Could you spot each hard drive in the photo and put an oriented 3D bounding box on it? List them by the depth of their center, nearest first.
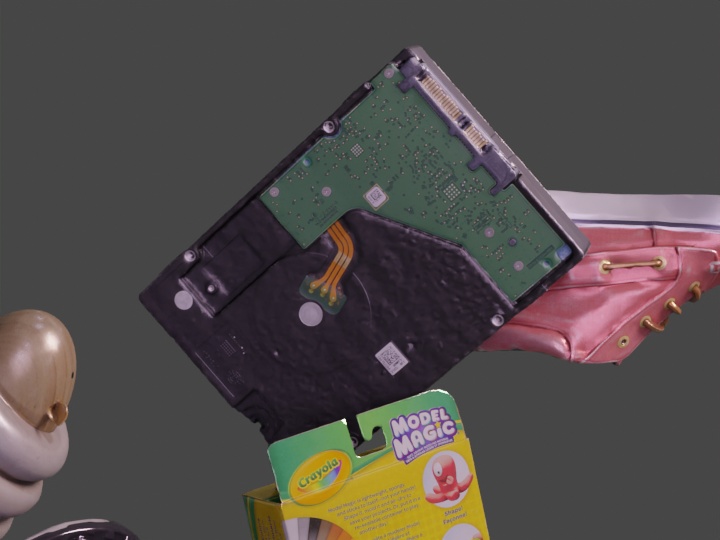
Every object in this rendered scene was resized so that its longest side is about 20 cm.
[{"bbox_3d":[0.000,0.000,0.843,0.200,0.038,0.140,-42,90,19],"label":"hard drive"}]

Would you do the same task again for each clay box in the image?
[{"bbox_3d":[0.013,0.168,0.833,0.115,0.048,0.200,-15,96,-29],"label":"clay box"}]

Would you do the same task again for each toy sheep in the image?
[{"bbox_3d":[-0.225,0.087,0.819,0.200,0.138,0.138,-34,90,10],"label":"toy sheep"}]

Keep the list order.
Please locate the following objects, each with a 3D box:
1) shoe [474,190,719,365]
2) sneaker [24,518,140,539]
[{"bbox_3d":[0.154,0.006,0.871,0.200,0.071,0.091,2,89,3],"label":"shoe"},{"bbox_3d":[-0.205,0.185,0.843,0.200,0.083,0.072,-26,102,-29],"label":"sneaker"}]
